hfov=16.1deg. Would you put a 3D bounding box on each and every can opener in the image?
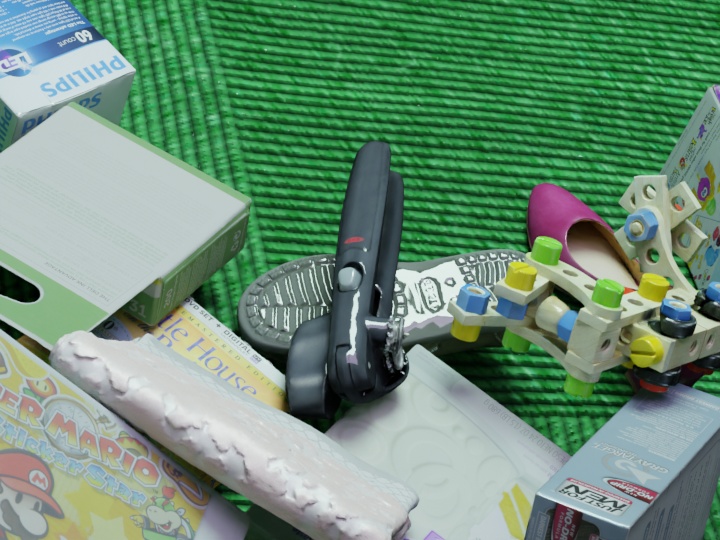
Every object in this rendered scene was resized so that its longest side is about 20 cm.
[{"bbox_3d":[0.000,0.000,1.550,0.078,0.063,0.201,1,54,12],"label":"can opener"}]

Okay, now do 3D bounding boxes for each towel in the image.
[{"bbox_3d":[-0.062,0.092,1.379,0.200,0.032,0.191,30,3,7],"label":"towel"}]

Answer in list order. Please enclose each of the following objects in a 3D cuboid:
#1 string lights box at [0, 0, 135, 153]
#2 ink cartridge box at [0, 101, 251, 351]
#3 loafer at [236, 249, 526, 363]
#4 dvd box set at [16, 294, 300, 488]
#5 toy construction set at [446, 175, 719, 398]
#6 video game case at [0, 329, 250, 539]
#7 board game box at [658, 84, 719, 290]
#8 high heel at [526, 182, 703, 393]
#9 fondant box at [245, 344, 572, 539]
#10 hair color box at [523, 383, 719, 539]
[{"bbox_3d":[-0.252,-0.162,1.682,0.103,0.059,0.200,-25,62,-39],"label":"string lights box"},{"bbox_3d":[-0.180,-0.016,1.546,0.145,0.048,0.200,29,43,18],"label":"ink cartridge box"},{"bbox_3d":[0.021,0.035,1.614,0.199,0.070,0.075,-2,57,-7],"label":"loafer"},{"bbox_3d":[-0.146,0.086,1.509,0.146,0.029,0.200,39,45,16],"label":"dvd box set"},{"bbox_3d":[0.159,0.016,1.569,0.131,0.092,0.200,26,37,29],"label":"toy construction set"},{"bbox_3d":[-0.156,0.129,1.232,0.200,0.023,0.182,38,38,-15],"label":"video game case"},{"bbox_3d":[0.297,-0.019,1.762,0.103,0.105,0.200,2,48,-23],"label":"board game box"},{"bbox_3d":[0.177,-0.005,1.698,0.067,0.096,0.200,-4,50,-27],"label":"high heel"},{"bbox_3d":[0.032,0.151,1.509,0.144,0.058,0.200,36,45,12],"label":"fondant box"},{"bbox_3d":[0.155,0.146,1.498,0.060,0.099,0.200,20,25,19],"label":"hair color box"}]
